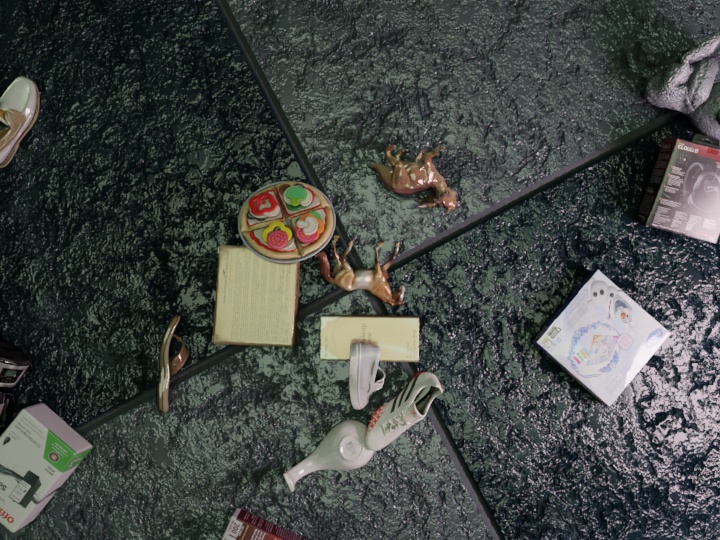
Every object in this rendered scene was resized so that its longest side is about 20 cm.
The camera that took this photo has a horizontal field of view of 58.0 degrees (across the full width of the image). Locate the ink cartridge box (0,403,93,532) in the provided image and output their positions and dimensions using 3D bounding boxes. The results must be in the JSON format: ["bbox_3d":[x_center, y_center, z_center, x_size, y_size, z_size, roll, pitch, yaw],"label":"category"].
[{"bbox_3d":[-0.668,0.394,1.304,0.146,0.083,0.200,38,88,2],"label":"ink cartridge box"}]

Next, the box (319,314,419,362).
[{"bbox_3d":[0.017,0.137,1.323,0.199,0.078,0.096,0,87,0],"label":"box"}]

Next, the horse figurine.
[{"bbox_3d":[0.000,0.000,1.337,0.199,0.050,0.133,5,107,-8],"label":"horse figurine"}]

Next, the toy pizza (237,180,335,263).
[{"bbox_3d":[-0.150,-0.106,1.317,0.199,0.032,0.201,1,60,-1],"label":"toy pizza"}]

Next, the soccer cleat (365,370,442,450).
[{"bbox_3d":[0.086,0.288,1.306,0.200,0.085,0.069,-46,110,-4],"label":"soccer cleat"}]

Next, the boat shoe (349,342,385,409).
[{"bbox_3d":[0.014,0.208,1.273,0.068,0.201,0.072,1,43,2],"label":"boat shoe"}]

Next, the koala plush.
[{"bbox_3d":[0.701,-0.346,1.315,0.183,0.177,0.200,-35,88,10],"label":"koala plush"}]

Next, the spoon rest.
[{"bbox_3d":[-0.064,0.380,1.328,0.199,0.061,0.100,-25,89,-15],"label":"spoon rest"}]

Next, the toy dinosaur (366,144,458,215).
[{"bbox_3d":[0.107,-0.186,1.342,0.199,0.086,0.136,4,94,6],"label":"toy dinosaur"}]

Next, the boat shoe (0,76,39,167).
[{"bbox_3d":[-0.732,-0.312,1.348,0.074,0.068,0.201,19,87,1],"label":"boat shoe"}]

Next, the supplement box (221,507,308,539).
[{"bbox_3d":[-0.186,0.576,1.308,0.199,0.061,0.109,24,87,0],"label":"supplement box"}]

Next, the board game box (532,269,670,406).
[{"bbox_3d":[0.496,0.138,1.342,0.199,0.043,0.200,42,87,2],"label":"board game box"}]

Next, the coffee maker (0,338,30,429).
[{"bbox_3d":[-0.780,0.228,1.287,0.191,0.135,0.201,24,87,2],"label":"coffee maker"}]

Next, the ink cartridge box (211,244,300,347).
[{"bbox_3d":[-0.209,0.053,1.328,0.164,0.075,0.201,4,87,1],"label":"ink cartridge box"}]

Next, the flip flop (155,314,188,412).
[{"bbox_3d":[-0.382,0.189,1.324,0.057,0.081,0.201,5,88,-17],"label":"flip flop"}]

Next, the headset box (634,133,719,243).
[{"bbox_3d":[0.672,-0.173,1.319,0.148,0.077,0.201,14,102,1],"label":"headset box"}]
